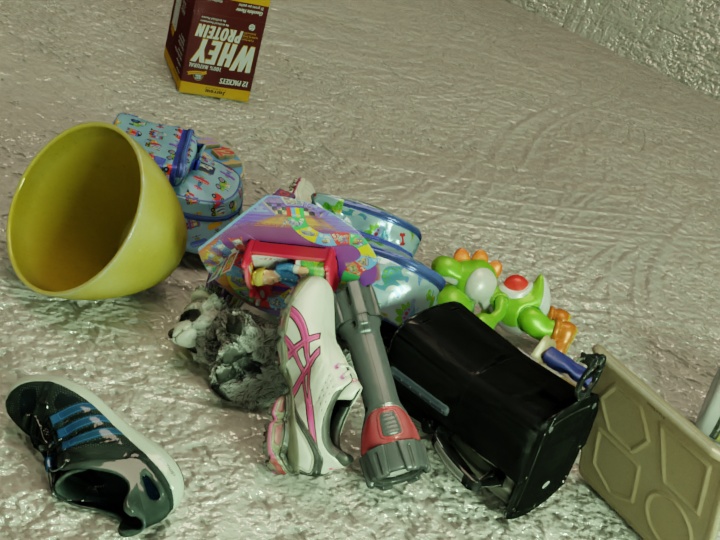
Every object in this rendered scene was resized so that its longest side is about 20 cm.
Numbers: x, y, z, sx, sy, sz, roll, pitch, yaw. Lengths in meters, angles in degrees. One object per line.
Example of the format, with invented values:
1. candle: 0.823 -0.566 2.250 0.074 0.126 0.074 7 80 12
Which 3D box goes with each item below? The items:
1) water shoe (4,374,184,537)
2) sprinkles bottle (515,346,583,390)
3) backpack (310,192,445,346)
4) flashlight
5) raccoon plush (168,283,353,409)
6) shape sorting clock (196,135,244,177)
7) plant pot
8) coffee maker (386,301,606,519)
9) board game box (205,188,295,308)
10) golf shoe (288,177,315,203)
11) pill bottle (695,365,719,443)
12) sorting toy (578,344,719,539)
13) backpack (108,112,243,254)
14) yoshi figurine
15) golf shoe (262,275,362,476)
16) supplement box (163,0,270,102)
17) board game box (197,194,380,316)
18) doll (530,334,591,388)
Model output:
1. water shoe: -0.248 0.157 0.942 0.199 0.072 0.079 26 29 19
2. sprinkles bottle: 0.181 0.126 1.258 0.200 0.069 0.068 34 31 31
3. backpack: 0.000 0.000 1.265 0.199 0.148 0.183 24 -6 4
4. flashlight: 0.014 0.115 1.081 0.068 0.068 0.201 20 47 -50
5. raccoon plush: -0.109 0.086 1.174 0.199 0.097 0.134 21 11 -30
6. shape sorting clock: -0.271 -0.166 1.606 0.199 0.039 0.200 13 26 -6
7. plant pot: -0.280 -0.050 1.231 0.200 0.201 0.142 36 3 35
8. coffee maker: 0.135 0.118 1.104 0.200 0.193 0.134 37 14 32
9. board game box: -0.136 -0.013 1.289 0.032 0.121 0.200 19 26 9
10. golf shoe: -0.075 -0.064 1.500 0.091 0.075 0.200 27 26 -13
11. pill bottle: 0.516 0.183 1.289 0.199 0.113 0.112 24 27 15
12. sorting toy: 0.287 0.190 1.053 0.036 0.201 0.185 -22 40 -20
13. backpack: -0.240 -0.104 1.394 0.199 0.135 0.183 15 25 -4
14. yoshi figurine: 0.168 0.058 1.381 0.199 0.112 0.112 28 55 -5
15. golf shoe: -0.037 0.101 1.055 0.092 0.201 0.073 -3 -20 20
16. supplement box: -0.266 -0.445 1.974 0.132 0.201 0.197 5 28 -22
17. board game box: -0.078 0.006 1.124 0.158 0.200 0.039 35 48 -23
18. doll: 0.296 0.152 1.278 0.200 0.049 0.136 36 3 23
